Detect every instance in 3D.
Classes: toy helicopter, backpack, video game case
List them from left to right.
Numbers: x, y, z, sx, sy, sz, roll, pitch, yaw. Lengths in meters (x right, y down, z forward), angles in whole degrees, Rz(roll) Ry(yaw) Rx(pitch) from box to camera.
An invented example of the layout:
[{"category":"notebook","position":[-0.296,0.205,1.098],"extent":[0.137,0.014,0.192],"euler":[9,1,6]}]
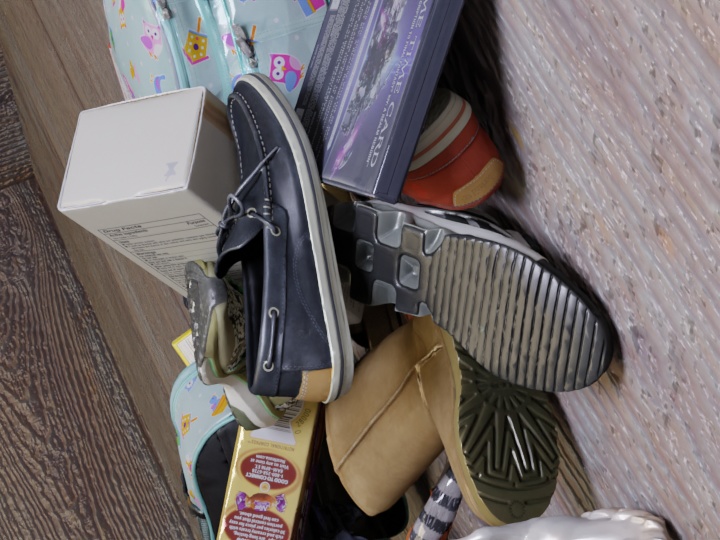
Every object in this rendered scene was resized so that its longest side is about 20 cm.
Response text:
[{"category":"backpack","position":[-0.080,-0.146,1.196],"extent":[0.201,0.153,0.176],"euler":[63,162,-6]},{"category":"backpack","position":[-0.062,0.137,1.434],"extent":[0.201,0.174,0.154],"euler":[76,176,-48]},{"category":"toy helicopter","position":[0.000,0.000,1.299],"extent":[0.133,0.078,0.201],"euler":[75,179,-60]},{"category":"video game case","position":[0.006,-0.116,0.997],"extent":[0.144,0.019,0.200],"euler":[-72,19,2]}]

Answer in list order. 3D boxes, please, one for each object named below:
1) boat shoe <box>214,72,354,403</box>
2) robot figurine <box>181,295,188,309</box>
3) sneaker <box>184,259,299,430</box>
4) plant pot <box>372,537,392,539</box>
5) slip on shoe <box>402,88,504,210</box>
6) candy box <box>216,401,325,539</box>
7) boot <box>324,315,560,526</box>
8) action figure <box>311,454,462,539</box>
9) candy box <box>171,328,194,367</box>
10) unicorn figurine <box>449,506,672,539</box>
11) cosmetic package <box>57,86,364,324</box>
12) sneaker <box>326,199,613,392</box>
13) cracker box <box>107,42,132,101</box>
[{"category":"boat shoe","position":[-0.053,-0.020,1.009],"extent":[0.075,0.062,0.202],"euler":[120,140,-67]},{"category":"robot figurine","position":[-0.110,-0.049,1.498],"extent":[0.200,0.124,0.151],"euler":[-144,34,-73]},{"category":"sneaker","position":[-0.055,0.038,1.116],"extent":[0.200,0.088,0.078],"euler":[63,-166,-68]},{"category":"plant pot","position":[0.024,0.329,1.428],"extent":[0.197,0.199,0.201],"euler":[99,149,-48]},{"category":"slip on shoe","position":[0.033,-0.071,1.035],"extent":[0.061,0.074,0.200],"euler":[47,176,-16]},{"category":"candy box","position":[-0.064,0.160,1.264],"extent":[0.117,0.056,0.202],"euler":[65,-146,-84]},{"category":"boot","position":[0.045,0.109,1.120],"extent":[0.200,0.066,0.176],"euler":[129,140,-53]},{"category":"action figure","position":[0.016,0.199,1.220],"extent":[0.105,0.193,0.200],"euler":[40,-174,-49]},{"category":"candy box","position":[-0.073,0.118,1.578],"extent":[0.201,0.102,0.026],"euler":[55,-155,-1]},{"category":"unicorn figurine","position":[0.109,0.171,1.005],"extent":[0.200,0.136,0.074],"euler":[35,-143,-81]},{"category":"cosmetic package","position":[-0.086,-0.032,1.127],"extent":[0.200,0.104,0.072],"euler":[40,-129,-50]},{"category":"sneaker","position":[0.073,0.002,0.998],"extent":[0.199,0.088,0.075],"euler":[29,118,36]},{"category":"cracker box","position":[-0.095,-0.096,1.350],"extent":[0.058,0.133,0.201],"euler":[36,145,65]}]
